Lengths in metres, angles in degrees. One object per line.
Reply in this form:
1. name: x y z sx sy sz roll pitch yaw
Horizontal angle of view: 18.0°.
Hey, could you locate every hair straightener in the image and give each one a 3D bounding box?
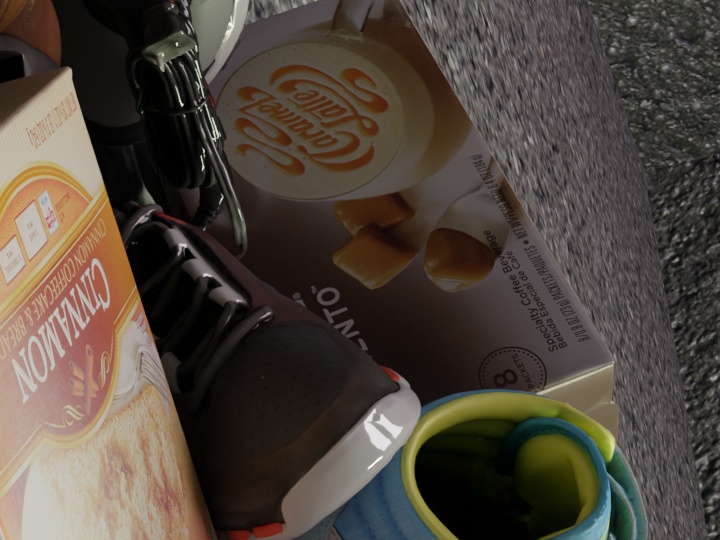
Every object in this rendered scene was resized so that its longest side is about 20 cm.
1. hair straightener: -0.073 -0.075 0.722 0.077 0.041 0.200 -106 -178 -57

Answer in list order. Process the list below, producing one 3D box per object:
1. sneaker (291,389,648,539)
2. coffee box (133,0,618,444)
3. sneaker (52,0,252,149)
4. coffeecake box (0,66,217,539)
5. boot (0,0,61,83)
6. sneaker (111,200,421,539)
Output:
1. sneaker: 0.066 0.105 0.701 0.200 0.131 0.080 25 54 -25
2. coffee box: 0.000 0.000 0.832 0.080 0.114 0.200 83 -16 -53
3. sneaker: -0.067 -0.131 0.775 0.200 0.074 0.079 -67 171 25
4. coffeecake box: -0.093 0.066 0.574 0.154 0.073 0.200 -69 144 -72
5. boot: -0.131 -0.143 0.651 0.188 0.068 0.200 48 29 -66
6. sneaker: -0.058 0.023 0.695 0.082 0.077 0.200 54 -17 -27
